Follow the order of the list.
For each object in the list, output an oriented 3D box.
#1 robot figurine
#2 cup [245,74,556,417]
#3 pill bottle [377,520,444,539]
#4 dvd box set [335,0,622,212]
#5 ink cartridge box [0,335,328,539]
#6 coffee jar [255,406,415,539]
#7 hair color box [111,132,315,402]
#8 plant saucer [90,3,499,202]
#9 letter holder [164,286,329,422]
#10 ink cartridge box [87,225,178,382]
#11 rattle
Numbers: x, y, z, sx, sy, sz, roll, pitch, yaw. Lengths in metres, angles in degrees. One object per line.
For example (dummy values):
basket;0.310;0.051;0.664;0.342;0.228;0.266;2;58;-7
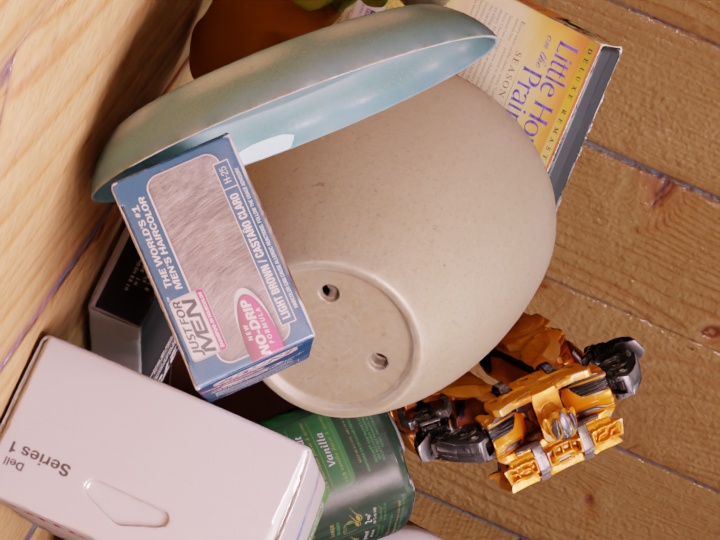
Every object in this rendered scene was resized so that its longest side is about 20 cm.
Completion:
robot figurine;0.086;0.074;1.677;0.058;0.145;0.200;70;-12;-17
cup;0.000;0.000;1.597;0.143;0.200;0.200;-69;179;-56
pill bottle;0.012;0.208;1.769;0.115;0.114;0.200;-66;-160;-2
dvd box set;0.044;-0.108;1.702;0.029;0.200;0.147;-2;117;-56
ink cartridge box;-0.098;0.109;1.443;0.200;0.145;0.084;82;32;-80
coffee jar;-0.073;0.140;1.679;0.200;0.085;0.104;-20;162;-13
hair color box;-0.066;0.003;1.342;0.060;0.100;0.200;-24;177;-3
plant saucer;-0.034;-0.080;1.317;0.200;0.200;0.027;22;47;-85
letter holder;-0.040;0.052;1.818;0.200;0.142;0.101;102;12;-65
ink cartridge box;-0.112;0.018;1.542;0.200;0.037;0.095;106;8;-69
rattle;-0.035;-0.143;1.307;0.143;0.130;0.200;-23;-168;5
